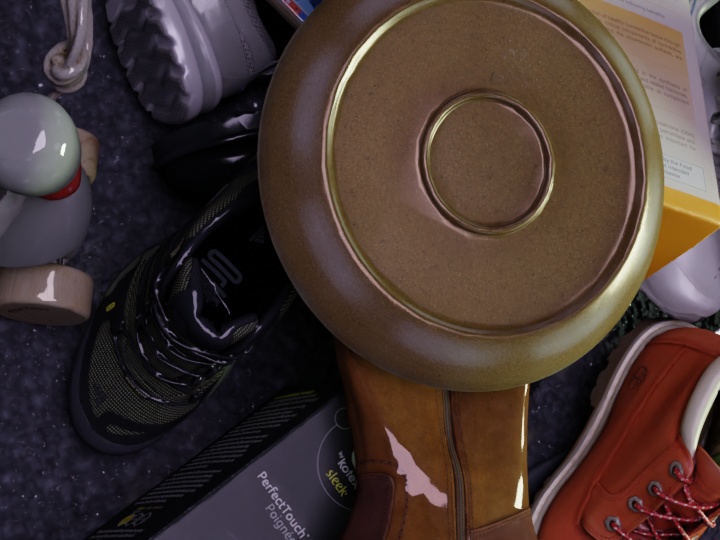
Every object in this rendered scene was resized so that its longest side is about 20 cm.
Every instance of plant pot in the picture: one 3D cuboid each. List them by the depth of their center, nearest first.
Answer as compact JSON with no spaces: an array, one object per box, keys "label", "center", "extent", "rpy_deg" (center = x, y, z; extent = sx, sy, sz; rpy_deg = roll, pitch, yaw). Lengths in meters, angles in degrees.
[{"label":"plant pot","center":[0.052,-0.047,0.980],"extent":[0.200,0.027,0.200],"rpy_deg":[3,82,-21]}]

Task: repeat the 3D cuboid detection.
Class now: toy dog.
[{"label":"toy dog","center":[-0.172,-0.041,1.013],"extent":[0.096,0.200,0.132],"rpy_deg":[2,57,-4]}]

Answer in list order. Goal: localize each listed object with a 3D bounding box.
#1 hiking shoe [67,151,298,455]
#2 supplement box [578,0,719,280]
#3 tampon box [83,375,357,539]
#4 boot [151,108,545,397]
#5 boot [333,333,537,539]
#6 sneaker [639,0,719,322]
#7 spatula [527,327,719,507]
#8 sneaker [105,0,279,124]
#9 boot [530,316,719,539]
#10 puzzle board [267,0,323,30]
[{"label":"hiking shoe","center":[-0.081,0.016,1.034],"extent":[0.076,0.101,0.200],"rpy_deg":[40,110,0]},{"label":"supplement box","center":[0.101,-0.106,1.108],"extent":[0.126,0.074,0.200],"rpy_deg":[16,55,-29]},{"label":"tampon box","center":[-0.049,0.166,1.047],"extent":[0.200,0.126,0.150],"rpy_deg":[-36,97,-22]},{"label":"boot","center":[-0.001,0.000,1.115],"extent":[0.198,0.073,0.163],"rpy_deg":[-4,81,-27]},{"label":"boot","center":[0.002,0.091,0.973],"extent":[0.188,0.068,0.200],"rpy_deg":[0,82,-21]},{"label":"sneaker","center":[0.173,-0.072,1.162],"extent":[0.074,0.087,0.200],"rpy_deg":[13,67,-40]},{"label":"spatula","center":[0.133,0.096,1.181],"extent":[0.200,0.021,0.057],"rpy_deg":[-26,104,-20]},{"label":"sneaker","center":[-0.099,-0.177,1.115],"extent":[0.082,0.075,0.200],"rpy_deg":[-20,96,-36]},{"label":"boot","center":[0.145,0.121,1.120],"extent":[0.075,0.107,0.200],"rpy_deg":[24,85,-23]},{"label":"puzzle board","center":[0.033,-0.134,1.137],"extent":[0.200,0.017,0.151],"rpy_deg":[46,45,-6]}]
